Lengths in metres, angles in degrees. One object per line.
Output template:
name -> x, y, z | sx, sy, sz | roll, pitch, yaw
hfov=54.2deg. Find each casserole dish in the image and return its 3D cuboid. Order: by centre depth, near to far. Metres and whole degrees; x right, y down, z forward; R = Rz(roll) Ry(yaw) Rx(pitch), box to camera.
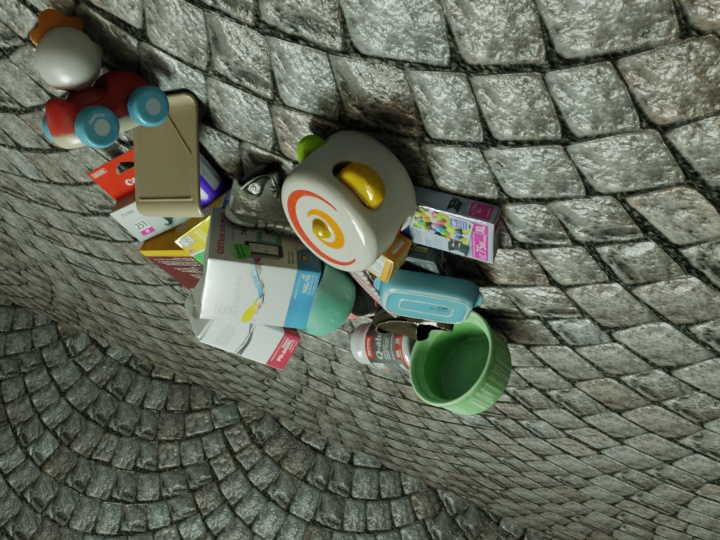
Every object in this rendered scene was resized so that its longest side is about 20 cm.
casserole dish -> 0.118, 0.051, 1.245 | 0.196, 0.039, 0.122 | 9, 151, 1

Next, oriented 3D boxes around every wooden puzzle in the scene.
wooden puzzle -> -0.328, -0.193, 1.204 | 0.183, 0.204, 0.037 | 4, -168, 40

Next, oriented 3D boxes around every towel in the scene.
towel -> 0.000, 0.000, 1.339 | 0.146, 0.030, 0.200 | 44, 174, 41

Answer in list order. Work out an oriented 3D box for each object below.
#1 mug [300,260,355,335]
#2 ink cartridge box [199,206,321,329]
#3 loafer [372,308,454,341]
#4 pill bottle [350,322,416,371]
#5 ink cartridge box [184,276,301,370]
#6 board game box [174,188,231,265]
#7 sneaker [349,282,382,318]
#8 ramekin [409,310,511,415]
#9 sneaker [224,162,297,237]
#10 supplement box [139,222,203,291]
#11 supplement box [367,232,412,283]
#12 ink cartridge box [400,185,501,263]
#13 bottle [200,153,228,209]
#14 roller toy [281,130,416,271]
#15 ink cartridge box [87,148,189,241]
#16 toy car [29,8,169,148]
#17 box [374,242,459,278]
mug -> -0.081, 0.044, 1.464 | 0.114, 0.187, 0.151 | 37, 129, -28
ink cartridge box -> -0.185, -0.003, 1.283 | 0.197, 0.148, 0.147 | 7, 131, -15
loafer -> 0.105, 0.106, 1.414 | 0.198, 0.073, 0.073 | -15, 154, 38
pill bottle -> 0.075, 0.165, 1.569 | 0.116, 0.117, 0.198 | 39, 152, -30
ink cartridge box -> -0.236, 0.101, 1.410 | 0.198, 0.084, 0.145 | 27, -166, -35
board game box -> -0.230, -0.074, 1.341 | 0.198, 0.041, 0.153 | -32, 129, 20
sneaker -> -0.005, 0.067, 1.534 | 0.198, 0.075, 0.086 | -8, 170, 42
ramekin -> 0.202, 0.186, 1.397 | 0.198, 0.203, 0.097 | -2, 152, 47
sneaker -> -0.134, -0.128, 1.234 | 0.197, 0.075, 0.117 | 6, 122, -16
supplement box -> -0.325, -0.039, 1.521 | 0.195, 0.134, 0.200 | 1, 146, 43
supplement box -> -0.013, -0.069, 1.177 | 0.199, 0.067, 0.069 | 36, 145, 9
ink cartridge box -> 0.122, -0.079, 1.120 | 0.197, 0.042, 0.120 | 19, 155, 19
bottle -> -0.300, -0.164, 1.325 | 0.083, 0.066, 0.201 | 14, 154, 35
roller toy -> -0.020, -0.097, 1.043 | 0.198, 0.140, 0.184 | 17, 142, 39
ink cartridge box -> -0.436, -0.155, 1.421 | 0.198, 0.044, 0.174 | -18, 132, 31
toy car -> -0.425, -0.308, 1.094 | 0.183, 0.176, 0.203 | 15, 129, 47
box -> 0.098, 0.003, 1.295 | 0.156, 0.052, 0.201 | 11, 153, 29
